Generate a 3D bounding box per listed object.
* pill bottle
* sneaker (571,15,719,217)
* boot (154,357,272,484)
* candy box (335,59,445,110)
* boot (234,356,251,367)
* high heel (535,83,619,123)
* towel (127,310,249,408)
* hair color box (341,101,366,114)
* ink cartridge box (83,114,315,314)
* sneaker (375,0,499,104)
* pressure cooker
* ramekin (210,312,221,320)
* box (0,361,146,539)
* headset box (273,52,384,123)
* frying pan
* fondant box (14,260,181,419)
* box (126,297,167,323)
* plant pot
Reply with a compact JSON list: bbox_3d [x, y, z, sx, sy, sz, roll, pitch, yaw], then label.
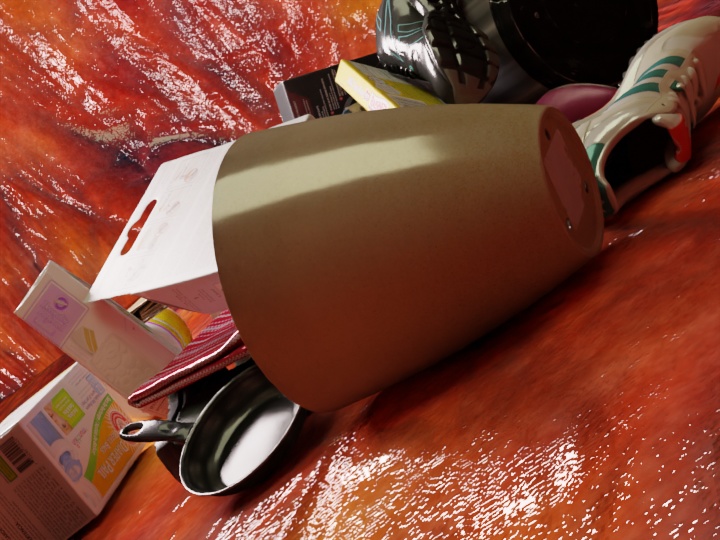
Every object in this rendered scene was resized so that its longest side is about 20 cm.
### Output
[{"bbox_3d":[-0.242,0.096,1.597,0.104,0.105,0.200,-37,8,3],"label":"pill bottle"},{"bbox_3d":[0.200,-0.097,0.927,0.199,0.071,0.093,-39,26,-19],"label":"sneaker"},{"bbox_3d":[-0.062,0.065,1.099,0.200,0.066,0.165,-41,18,15],"label":"boot"},{"bbox_3d":[0.050,-0.131,1.155,0.200,0.101,0.027,-126,53,-65],"label":"candy box"},{"bbox_3d":[-0.069,-0.009,1.321,0.199,0.131,0.068,-39,8,-5],"label":"boot"},{"bbox_3d":[0.136,-0.078,1.128,0.199,0.067,0.097,-30,30,51],"label":"high heel"},{"bbox_3d":[-0.088,0.033,1.125,0.144,0.023,0.200,-28,11,37],"label":"towel"},{"bbox_3d":[0.034,-0.103,1.243,0.061,0.100,0.200,-56,-3,18],"label":"hair color box"},{"bbox_3d":[-0.121,-0.036,1.148,0.199,0.057,0.164,-17,40,47],"label":"ink cartridge box"},{"bbox_3d":[0.060,-0.189,1.194,0.080,0.075,0.201,-56,31,30],"label":"sneaker"},{"bbox_3d":[0.154,-0.214,1.287,0.174,0.181,0.200,-5,-11,-26],"label":"pressure cooker"},{"bbox_3d":[-0.082,-0.004,1.489,0.202,0.095,0.202,-37,8,6],"label":"ramekin"},{"bbox_3d":[-0.289,0.178,1.312,0.101,0.113,0.200,-37,8,12],"label":"box"},{"bbox_3d":[0.013,-0.134,1.389,0.198,0.150,0.077,-19,3,-9],"label":"headset box"},{"bbox_3d":[-0.107,0.126,0.991,0.189,0.031,0.116,-29,32,28],"label":"frying pan"},{"bbox_3d":[-0.214,0.070,1.267,0.058,0.144,0.200,-53,-8,-7],"label":"fondant box"},{"bbox_3d":[-0.162,-0.013,1.474,0.163,0.021,0.200,-33,11,35],"label":"box"},{"bbox_3d":[0.041,-0.026,0.870,0.198,0.189,0.187,-17,17,28],"label":"plant pot"}]
